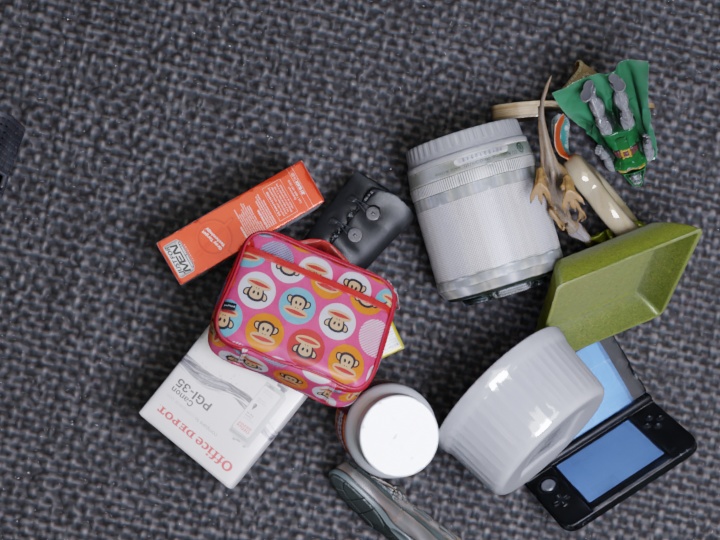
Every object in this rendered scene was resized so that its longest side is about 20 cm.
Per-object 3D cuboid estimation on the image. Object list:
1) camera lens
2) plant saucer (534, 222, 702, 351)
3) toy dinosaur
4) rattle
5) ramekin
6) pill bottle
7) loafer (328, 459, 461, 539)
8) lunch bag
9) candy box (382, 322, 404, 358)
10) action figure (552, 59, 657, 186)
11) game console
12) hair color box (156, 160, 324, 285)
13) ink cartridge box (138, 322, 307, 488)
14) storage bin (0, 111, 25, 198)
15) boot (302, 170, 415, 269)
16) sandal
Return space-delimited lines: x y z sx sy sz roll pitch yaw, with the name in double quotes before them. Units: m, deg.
"camera lens" 0.150 -0.068 1.457 0.159 0.160 0.202 -16 90 -7
"plant saucer" 0.299 0.020 1.456 0.198 0.201 0.048 -21 61 -15
"toy dinosaur" 0.224 -0.115 1.404 0.060 0.106 0.202 -13 110 10
"rattle" 0.259 -0.082 1.499 0.142 0.131 0.200 -34 117 32
"ramekin" 0.194 0.170 1.402 0.200 0.201 0.098 -42 70 -6
"pill bottle" 0.031 0.187 1.414 0.108 0.200 0.111 0 88 -6
"loafer" 0.045 0.300 1.487 0.200 0.072 0.063 46 64 -10
"lunch bag" -0.062 0.045 1.372 0.199 0.082 0.177 22 63 -6
"candy box" -0.055 0.093 1.494 0.199 0.026 0.103 -24 90 -7
"action figure" 0.324 -0.170 1.484 0.117 0.200 0.055 -13 54 21
"game console" 0.284 0.194 1.490 0.199 0.176 0.117 -31 120 -6
"hair color box" -0.146 -0.056 1.453 0.199 0.101 0.062 -31 92 -7
"ink cartridge box" -0.146 0.139 1.429 0.146 0.083 0.200 39 83 0
"storage bin" -0.509 -0.164 1.397 0.198 0.135 0.095 20 86 -5
"boot" -0.001 -0.001 1.471 0.165 0.066 0.200 40 73 2
"sandal" 0.270 -0.233 1.520 0.210 0.078 0.070 -5 91 -1
